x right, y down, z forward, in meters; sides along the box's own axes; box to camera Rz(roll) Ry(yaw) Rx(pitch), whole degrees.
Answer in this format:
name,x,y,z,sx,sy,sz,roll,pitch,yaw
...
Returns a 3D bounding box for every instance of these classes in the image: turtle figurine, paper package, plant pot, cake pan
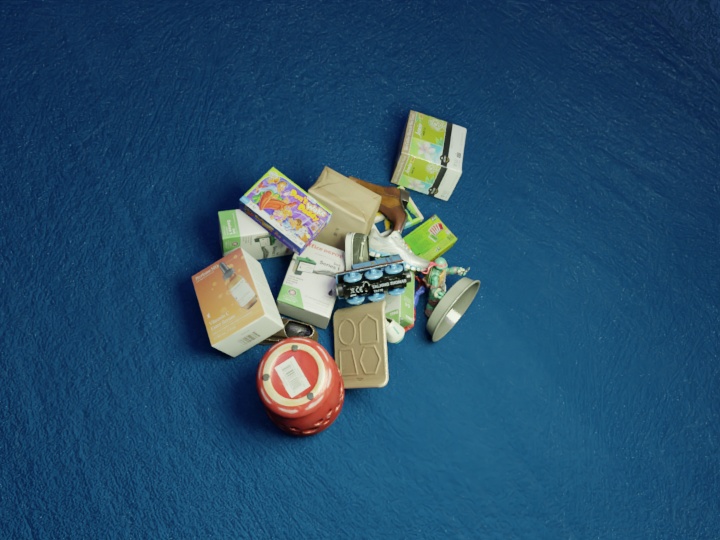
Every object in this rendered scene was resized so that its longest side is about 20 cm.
name,x,y,z,sx,sy,sz,roll,pitch,yaw
turtle figurine,0.217,0.030,1.445,0.100,0.202,0.149,35,54,26
paper package,-0.058,-0.149,1.482,0.188,0.201,0.104,28,58,4
plant pot,-0.136,0.260,1.240,0.196,0.183,0.204,0,63,0
cake pan,0.241,0.098,1.426,0.037,0.202,0.200,38,60,21

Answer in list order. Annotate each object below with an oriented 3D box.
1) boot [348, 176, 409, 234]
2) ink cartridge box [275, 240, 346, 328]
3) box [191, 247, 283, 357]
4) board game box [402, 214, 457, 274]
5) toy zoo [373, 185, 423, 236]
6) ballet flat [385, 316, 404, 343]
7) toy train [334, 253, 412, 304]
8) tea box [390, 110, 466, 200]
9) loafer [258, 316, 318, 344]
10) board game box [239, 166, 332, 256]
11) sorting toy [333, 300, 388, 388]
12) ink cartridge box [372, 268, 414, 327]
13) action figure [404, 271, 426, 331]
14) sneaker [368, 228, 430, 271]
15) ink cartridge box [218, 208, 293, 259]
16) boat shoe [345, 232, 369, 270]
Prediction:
name,x,y,z,sx,sy,sz,roll,pitch,yaw
boot,0.041,-0.186,1.575,0.196,0.069,0.192,13,61,-5
ink cartridge box,-0.126,0.029,1.430,0.143,0.085,0.203,18,61,-4
box,-0.300,0.077,1.316,0.151,0.106,0.202,-30,62,5
board game box,0.179,-0.067,1.582,0.199,0.048,0.102,-35,75,-26
toy zoo,0.077,-0.170,1.627,0.197,0.021,0.133,-23,70,-23
ballet flat,0.034,0.126,1.370,0.068,0.199,0.071,-9,105,-34
toy train,0.029,0.022,1.348,0.196,0.088,0.115,-11,23,-7
tea box,0.213,-0.359,1.684,0.193,0.134,0.203,15,54,-4
loafer,-0.200,0.145,1.367,0.195,0.071,0.074,6,61,-9
board game box,-0.189,-0.152,1.373,0.199,0.045,0.135,37,62,5
sorting toy,0.002,0.185,1.325,0.036,0.183,0.205,13,71,-41
ink cartridge box,0.086,0.102,1.432,0.059,0.103,0.204,29,52,-37
action figure,0.136,0.096,1.477,0.051,0.065,0.203,29,60,-16
sneaker,0.106,-0.059,1.475,0.196,0.075,0.088,19,97,1
ink cartridge box,-0.272,-0.097,1.435,0.196,0.147,0.086,-9,66,-17
boat shoe,0.000,0.000,1.428,0.062,0.204,0.071,5,25,20
